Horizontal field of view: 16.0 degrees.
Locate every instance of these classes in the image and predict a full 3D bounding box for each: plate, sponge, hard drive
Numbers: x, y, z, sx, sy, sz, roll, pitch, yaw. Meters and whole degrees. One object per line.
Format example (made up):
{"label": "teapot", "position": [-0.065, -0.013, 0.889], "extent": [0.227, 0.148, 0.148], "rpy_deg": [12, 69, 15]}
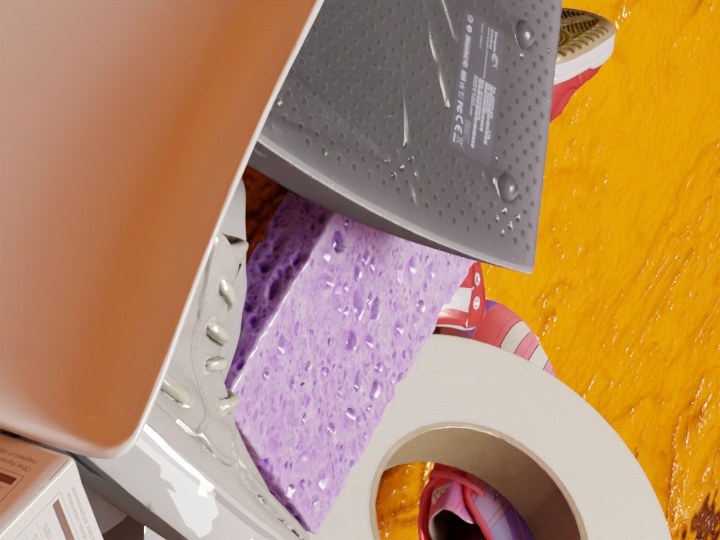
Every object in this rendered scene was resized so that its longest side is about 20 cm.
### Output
{"label": "plate", "position": [-0.126, -0.050, 0.796], "extent": [0.032, 0.200, 0.200], "rpy_deg": [81, 27, -64]}
{"label": "sponge", "position": [0.000, 0.000, 1.054], "extent": [0.200, 0.030, 0.112], "rpy_deg": [-60, 146, -24]}
{"label": "hard drive", "position": [0.005, -0.082, 0.964], "extent": [0.200, 0.042, 0.135], "rpy_deg": [25, 67, -50]}

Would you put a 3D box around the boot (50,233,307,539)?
{"label": "boot", "position": [-0.061, 0.033, 0.871], "extent": [0.096, 0.074, 0.200], "rpy_deg": [-55, 132, -13]}

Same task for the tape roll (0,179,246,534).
{"label": "tape roll", "position": [-0.134, 0.004, 0.903], "extent": [0.200, 0.066, 0.200], "rpy_deg": [-15, 113, -41]}

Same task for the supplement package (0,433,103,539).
{"label": "supplement package", "position": [-0.175, 0.122, 0.794], "extent": [0.111, 0.200, 0.156], "rpy_deg": [-48, 139, -35]}

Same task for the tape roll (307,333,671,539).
{"label": "tape roll", "position": [0.045, 0.122, 1.119], "extent": [0.203, 0.203, 0.037], "rpy_deg": [-41, 173, -41]}

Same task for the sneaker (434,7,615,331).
{"label": "sneaker", "position": [0.050, -0.044, 1.189], "extent": [0.200, 0.071, 0.113], "rpy_deg": [-32, 124, -38]}

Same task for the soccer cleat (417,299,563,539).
{"label": "soccer cleat", "position": [0.057, 0.094, 1.204], "extent": [0.076, 0.067, 0.200], "rpy_deg": [21, 49, -37]}

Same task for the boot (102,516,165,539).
{"label": "boot", "position": [-0.079, 0.097, 1.048], "extent": [0.096, 0.074, 0.200], "rpy_deg": [14, 92, -54]}
